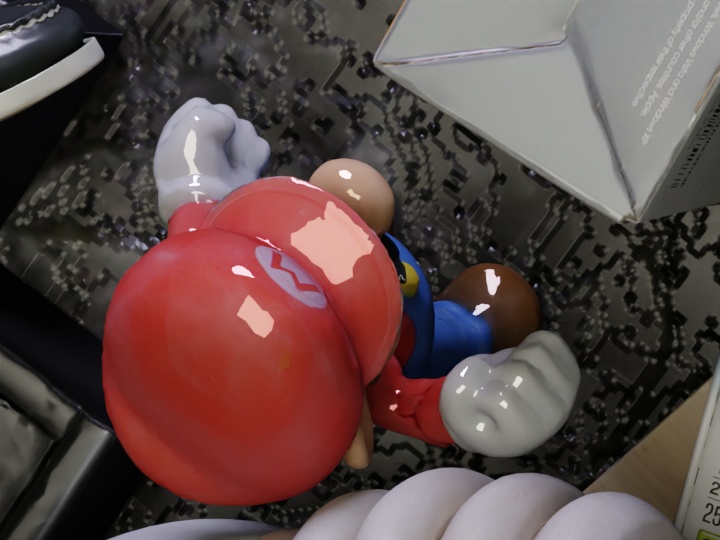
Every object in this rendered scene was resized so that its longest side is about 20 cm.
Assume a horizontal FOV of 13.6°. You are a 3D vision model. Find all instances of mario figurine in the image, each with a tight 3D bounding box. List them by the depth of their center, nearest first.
[{"bbox_3d":[0.000,0.000,0.809,0.123,0.200,0.107,-7,92,14],"label":"mario figurine"}]

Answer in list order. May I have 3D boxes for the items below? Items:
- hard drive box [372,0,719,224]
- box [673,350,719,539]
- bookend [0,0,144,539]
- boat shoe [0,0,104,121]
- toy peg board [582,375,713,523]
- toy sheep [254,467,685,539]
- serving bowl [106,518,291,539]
[{"bbox_3d":[0.093,-0.099,0.781,0.077,0.200,0.156,32,99,11],"label":"hard drive box"},{"bbox_3d":[0.175,0.087,0.754,0.199,0.035,0.111,18,108,20],"label":"box"},{"bbox_3d":[-0.127,-0.002,0.896,0.200,0.092,0.199,37,100,9],"label":"bookend"},{"bbox_3d":[-0.168,-0.054,0.818,0.198,0.075,0.067,-13,102,21],"label":"boat shoe"},{"bbox_3d":[0.152,0.112,0.830,0.199,0.098,0.200,-42,82,12],"label":"toy peg board"},{"bbox_3d":[0.023,0.114,0.744,0.199,0.138,0.139,-11,90,24],"label":"toy sheep"},{"bbox_3d":[-0.067,0.158,0.856,0.066,0.199,0.201,25,100,44],"label":"serving bowl"}]
